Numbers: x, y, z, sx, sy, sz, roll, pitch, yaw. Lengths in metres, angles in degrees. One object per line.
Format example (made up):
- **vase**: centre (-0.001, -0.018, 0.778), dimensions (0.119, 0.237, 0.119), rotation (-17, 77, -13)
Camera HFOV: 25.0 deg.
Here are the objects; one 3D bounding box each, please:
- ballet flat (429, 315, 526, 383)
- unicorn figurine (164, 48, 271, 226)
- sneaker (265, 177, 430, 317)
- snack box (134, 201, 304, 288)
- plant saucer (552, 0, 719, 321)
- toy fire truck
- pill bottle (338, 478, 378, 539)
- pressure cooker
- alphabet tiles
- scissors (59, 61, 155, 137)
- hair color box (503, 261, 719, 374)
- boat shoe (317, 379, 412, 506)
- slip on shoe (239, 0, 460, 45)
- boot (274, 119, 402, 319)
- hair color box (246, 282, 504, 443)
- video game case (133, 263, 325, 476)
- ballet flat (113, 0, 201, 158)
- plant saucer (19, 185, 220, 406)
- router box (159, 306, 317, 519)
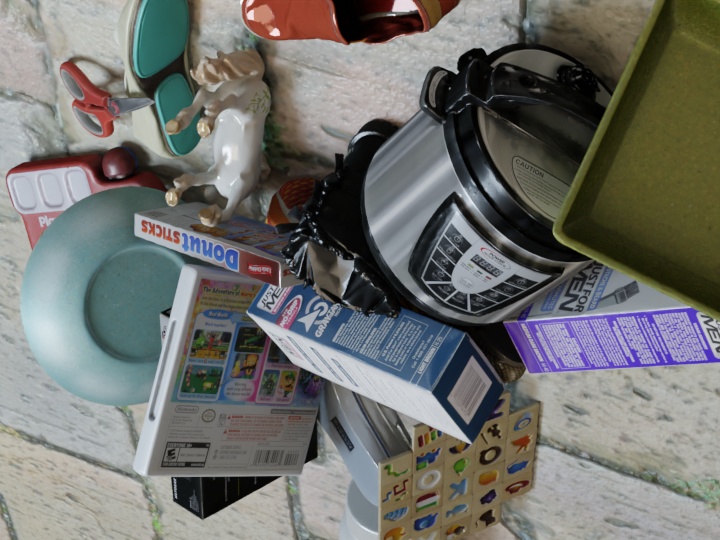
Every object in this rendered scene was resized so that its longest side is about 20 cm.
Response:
- **ballet flat**: centre (0.066, 0.020, 1.370), dimensions (0.200, 0.067, 0.046), rotation (46, 132, 16)
- **unicorn figurine**: centre (-0.113, -0.099, 1.377), dimensions (0.074, 0.137, 0.201), rotation (35, 127, 12)
- **sneaker**: centre (0.000, 0.000, 1.429), dimensions (0.200, 0.073, 0.077), rotation (44, 145, 12)
- **snack box**: centre (-0.104, -0.024, 1.366), dimensions (0.199, 0.072, 0.024), rotation (18, 112, 45)
- **plant saucer**: centre (0.252, -0.071, 1.118), dimensions (0.199, 0.201, 0.048), rotation (26, 178, -7)
- **toy fire truck**: centre (-0.242, -0.031, 1.540), dimensions (0.199, 0.112, 0.169), rotation (-4, 110, 34)
- **pill bottle**: centre (0.034, 0.295, 1.677), dimensions (0.112, 0.113, 0.201), rotation (16, 138, 18)
- **pressure cooker**: centre (0.112, -0.071, 1.205), dimensions (0.200, 0.175, 0.180), rotation (-39, 71, 48)
- **alphabet tiles**: centre (0.091, 0.194, 1.525), dimensions (0.201, 0.166, 0.006), rotation (89, 155, -45)
- **scissors**: centre (-0.211, -0.138, 1.410), dimensions (0.200, 0.014, 0.074), rotation (24, 139, 52)
- **hair color box**: centre (0.224, 0.020, 1.275), dimensions (0.199, 0.110, 0.065), rotation (-5, 127, 36)
- **boat shoe**: centre (0.007, 0.119, 1.550), dimensions (0.203, 0.086, 0.075), rotation (59, 147, 13)
- **slip on shoe**: centre (-0.016, -0.204, 1.240), dimensions (0.199, 0.061, 0.074), rotation (1, 133, 34)
- **boot**: centre (0.041, -0.023, 1.307), dimensions (0.198, 0.163, 0.073), rotation (34, 134, -3)
- **hair color box**: centre (0.012, 0.065, 1.341), dimensions (0.199, 0.061, 0.100), rotation (21, 161, 35)
- **video game case**: centre (-0.101, 0.092, 1.429), dimensions (0.024, 0.199, 0.183), rotation (19, 97, 40)
- **ballet flat**: centre (-0.180, -0.179, 1.375), dimensions (0.069, 0.070, 0.201), rotation (17, 139, 17)
- **plant saucer**: centre (-0.202, 0.027, 1.448), dimensions (0.201, 0.201, 0.039), rotation (53, 166, -24)
- **router box**: centre (-0.108, 0.109, 1.492), dimensions (0.051, 0.149, 0.201), rotation (24, 125, 39)
